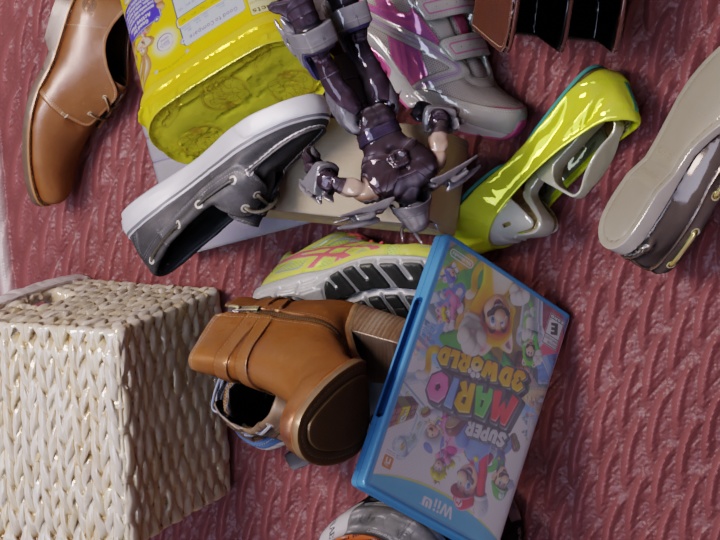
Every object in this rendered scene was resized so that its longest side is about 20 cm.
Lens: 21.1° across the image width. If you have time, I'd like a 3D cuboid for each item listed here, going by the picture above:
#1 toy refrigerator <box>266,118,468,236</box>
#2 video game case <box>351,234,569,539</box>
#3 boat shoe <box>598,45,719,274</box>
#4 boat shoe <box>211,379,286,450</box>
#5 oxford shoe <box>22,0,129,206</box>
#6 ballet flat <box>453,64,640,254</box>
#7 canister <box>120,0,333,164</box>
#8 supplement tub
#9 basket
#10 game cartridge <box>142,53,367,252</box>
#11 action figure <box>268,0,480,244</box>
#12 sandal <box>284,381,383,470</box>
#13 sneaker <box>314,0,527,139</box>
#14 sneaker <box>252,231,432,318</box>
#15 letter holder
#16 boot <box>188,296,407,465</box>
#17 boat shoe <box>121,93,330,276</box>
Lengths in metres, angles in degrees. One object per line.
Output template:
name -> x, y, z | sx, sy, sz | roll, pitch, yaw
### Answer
toy refrigerator -> -0.021, -0.075, 1.497 | 0.199, 0.070, 0.076 | 6, 85, 29
video game case -> 0.078, 0.094, 1.445 | 0.018, 0.143, 0.201 | -3, 62, 50
boat shoe -> 0.254, -0.087, 1.414 | 0.059, 0.072, 0.200 | 29, 102, -26
boat shoe -> -0.077, 0.101, 1.554 | 0.200, 0.072, 0.073 | -1, 66, 64
oxford shoe -> -0.236, -0.143, 1.635 | 0.071, 0.071, 0.201 | 20, 107, 15
ballet flat -> 0.138, -0.067, 1.466 | 0.200, 0.067, 0.067 | -48, 57, 23
canister -> -0.114, -0.202, 1.500 | 0.148, 0.087, 0.201 | -30, 54, 17
supplement tub -> 0.039, 0.226, 1.501 | 0.122, 0.200, 0.123 | 5, 102, 25
basket -> -0.220, 0.118, 1.607 | 0.160, 0.198, 0.201 | 3, 101, 23
game cartridge -> -0.079, -0.095, 1.589 | 0.199, 0.038, 0.130 | -13, 90, 27
action figure -> 0.007, -0.112, 1.386 | 0.201, 0.130, 0.069 | 66, 155, -2
sandal -> 0.013, 0.088, 1.562 | 0.200, 0.076, 0.043 | -43, 83, 15
sneaker -> 0.055, -0.179, 1.480 | 0.200, 0.081, 0.088 | 42, 116, 12
sneaker -> 0.000, 0.000, 1.537 | 0.199, 0.091, 0.078 | -8, 130, 31
letter holder -> 0.148, -0.256, 1.370 | 0.100, 0.142, 0.201 | 4, 104, -6
boot -> -0.060, 0.077, 1.429 | 0.154, 0.200, 0.074 | 9, 112, 20
boat shoe -> -0.095, -0.059, 1.458 | 0.200, 0.070, 0.066 | -31, 75, 22
